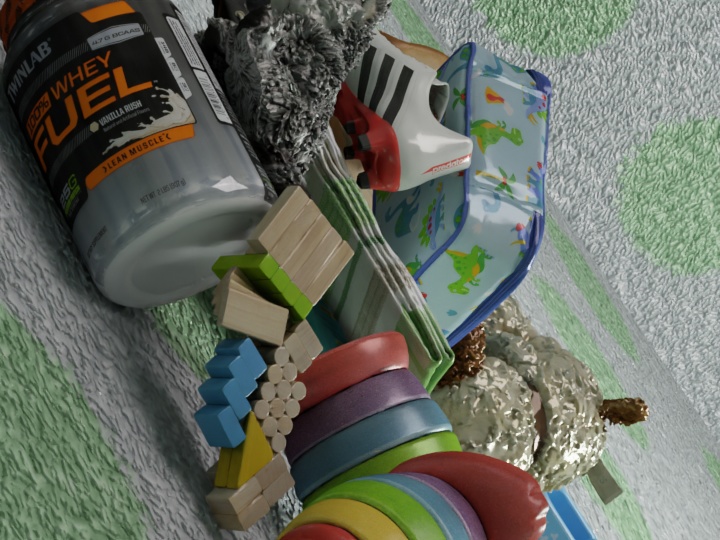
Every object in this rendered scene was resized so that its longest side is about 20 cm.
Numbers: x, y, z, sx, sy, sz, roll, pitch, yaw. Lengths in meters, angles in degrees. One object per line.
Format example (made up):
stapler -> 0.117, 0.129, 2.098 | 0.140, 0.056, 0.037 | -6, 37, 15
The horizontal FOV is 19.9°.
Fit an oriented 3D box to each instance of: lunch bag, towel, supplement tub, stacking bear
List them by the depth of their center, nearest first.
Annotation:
stacking bear -> -0.002, 0.172, 1.114 | 0.114, 0.122, 0.200 | 21, 20, 29
supplement tub -> -0.141, -0.088, 1.256 | 0.200, 0.123, 0.123 | 61, 13, 23
stacking bear -> 0.019, 0.151, 1.282 | 0.200, 0.114, 0.121 | 64, 14, 12
towel -> 0.000, 0.000, 1.405 | 0.200, 0.031, 0.149 | 60, -17, 15
lunch bag -> 0.067, -0.052, 1.484 | 0.082, 0.161, 0.200 | 22, 47, -20

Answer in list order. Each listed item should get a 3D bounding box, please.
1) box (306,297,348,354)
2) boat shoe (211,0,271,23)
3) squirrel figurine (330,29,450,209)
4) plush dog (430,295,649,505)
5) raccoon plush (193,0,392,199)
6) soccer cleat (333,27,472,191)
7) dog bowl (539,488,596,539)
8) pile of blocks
box -> -0.054, 0.011, 1.510 | 0.082, 0.049, 0.200 | 41, 20, -52
boat shoe -> -0.083, -0.123, 1.407 | 0.068, 0.072, 0.200 | 14, 46, -11
squirrel figurine -> -0.064, -0.147, 1.611 | 0.200, 0.142, 0.187 | 18, 7, -42
plush dog -> 0.108, 0.117, 1.547 | 0.172, 0.160, 0.200 | -8, 98, -50
raccoon plush -> -0.030, -0.094, 1.323 | 0.134, 0.097, 0.200 | -11, 89, -36
soccer cleat -> 0.014, -0.129, 1.428 | 0.200, 0.085, 0.069 | -115, -158, -43
dog bowl -> 0.178, 0.252, 1.755 | 0.200, 0.050, 0.111 | 58, 12, 6
pile of blocks -> -0.071, 0.050, 1.197 | 0.082, 0.062, 0.200 | 26, 71, -38
